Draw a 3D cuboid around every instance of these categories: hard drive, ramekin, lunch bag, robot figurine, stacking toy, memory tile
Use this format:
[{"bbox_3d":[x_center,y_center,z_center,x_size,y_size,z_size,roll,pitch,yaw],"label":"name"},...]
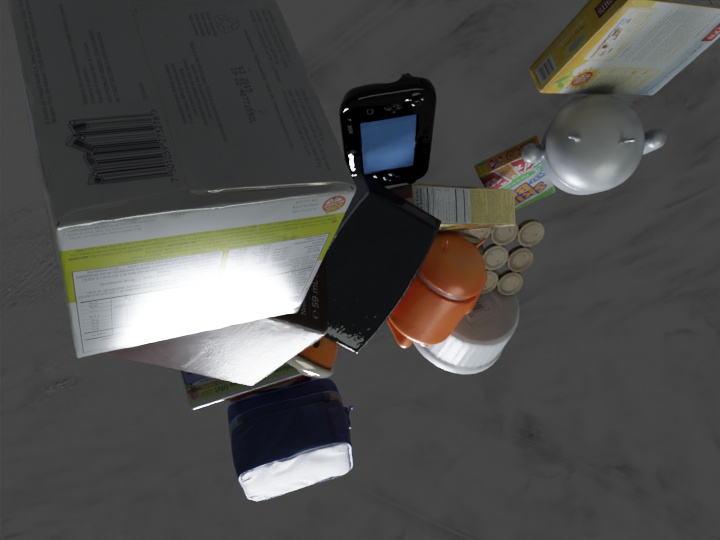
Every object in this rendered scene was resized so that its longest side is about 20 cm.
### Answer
[{"bbox_3d":[0.000,0.000,0.801,0.134,0.042,0.201,28,106,-15],"label":"hard drive"},{"bbox_3d":[0.188,0.074,1.188,0.198,0.202,0.098,-10,152,-23],"label":"ramekin"},{"bbox_3d":[-0.102,0.248,1.016,0.197,0.133,0.137,-14,143,-11],"label":"lunch bag"},{"bbox_3d":[0.285,-0.153,0.820,0.167,0.115,0.200,-8,-177,12],"label":"robot figurine"},{"bbox_3d":[-0.057,0.030,0.899,0.201,0.145,0.146,-59,156,-1],"label":"stacking toy"},{"bbox_3d":[0.110,0.027,0.965,0.143,0.117,0.201,27,128,-2],"label":"robot figurine"},{"bbox_3d":[0.202,-0.026,1.110,0.197,0.017,0.155,4,122,-17],"label":"memory tile"}]

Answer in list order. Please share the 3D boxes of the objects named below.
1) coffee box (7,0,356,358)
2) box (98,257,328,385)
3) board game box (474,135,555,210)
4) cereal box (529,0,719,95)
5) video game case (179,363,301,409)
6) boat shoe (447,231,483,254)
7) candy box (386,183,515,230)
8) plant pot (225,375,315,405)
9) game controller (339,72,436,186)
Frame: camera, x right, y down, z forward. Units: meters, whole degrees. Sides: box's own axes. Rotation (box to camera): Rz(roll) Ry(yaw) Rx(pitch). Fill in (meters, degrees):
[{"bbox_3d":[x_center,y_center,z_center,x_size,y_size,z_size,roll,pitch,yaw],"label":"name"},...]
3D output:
[{"bbox_3d":[-0.150,-0.076,0.533,0.198,0.202,0.198,-11,154,-24],"label":"coffee box"},{"bbox_3d":[-0.162,0.009,0.738,0.198,0.168,0.164,20,140,-35],"label":"box"},{"bbox_3d":[0.240,-0.136,1.002,0.095,0.030,0.200,-25,162,15],"label":"board game box"},{"bbox_3d":[0.307,-0.255,0.733,0.198,0.040,0.144,-8,158,-30],"label":"cereal box"},{"bbox_3d":[-0.178,0.087,0.973,0.198,0.184,0.022,-16,179,-8],"label":"video game case"},{"bbox_3d":[0.095,-0.047,1.026,0.197,0.077,0.072,0,138,-19],"label":"boat shoe"},{"bbox_3d":[0.107,-0.084,0.913,0.198,0.056,0.115,-4,180,-37],"label":"candy box"},{"bbox_3d":[-0.165,0.122,1.077,0.197,0.178,0.200,-16,160,-7],"label":"plant pot"},{"bbox_3d":[0.030,-0.149,0.752,0.103,0.043,0.200,-18,159,-4],"label":"game controller"}]
